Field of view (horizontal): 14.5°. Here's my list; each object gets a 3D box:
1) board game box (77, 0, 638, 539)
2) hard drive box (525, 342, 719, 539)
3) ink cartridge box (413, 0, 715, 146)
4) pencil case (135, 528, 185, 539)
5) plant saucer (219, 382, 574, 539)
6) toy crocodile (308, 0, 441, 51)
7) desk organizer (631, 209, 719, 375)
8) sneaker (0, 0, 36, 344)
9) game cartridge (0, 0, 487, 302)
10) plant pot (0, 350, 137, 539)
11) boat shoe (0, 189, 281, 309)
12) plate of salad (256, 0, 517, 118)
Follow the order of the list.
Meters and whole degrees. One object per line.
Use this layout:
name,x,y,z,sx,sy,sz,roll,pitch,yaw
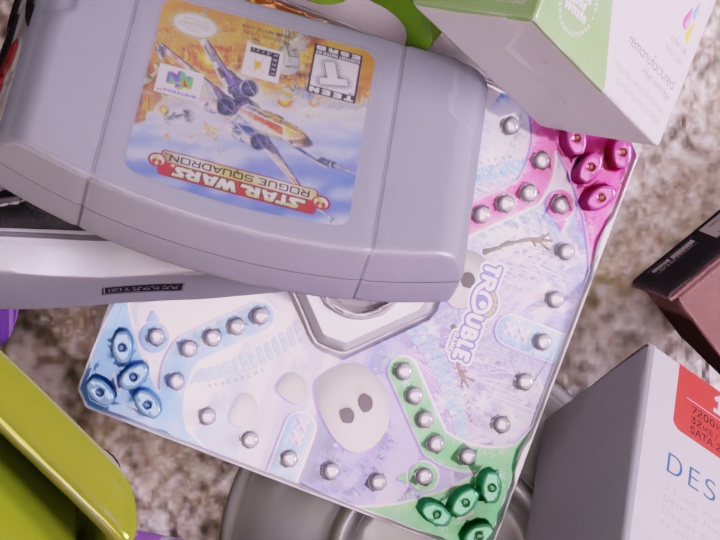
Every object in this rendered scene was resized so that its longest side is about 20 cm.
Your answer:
board game box,0.000,0.000,1.248,0.199,0.026,0.201,21,89,-3
hard drive box,0.148,0.158,1.220,0.155,0.201,0.077,33,131,-19
ink cartridge box,0.112,-0.170,1.200,0.117,0.067,0.201,38,70,-48
pencil case,-0.044,0.172,1.234,0.199,0.086,0.084,12,136,20
plant saucer,0.035,0.135,1.291,0.198,0.050,0.202,0,93,-7
toy crocodile,-0.048,-0.153,1.224,0.199,0.062,0.068,18,53,8
desk organizer,0.231,-0.025,1.295,0.200,0.072,0.077,-39,99,-3
sneaker,-0.131,-0.055,1.252,0.083,0.081,0.201,21,92,-17
game cartridge,-0.048,-0.055,1.174,0.199,0.134,0.042,14,133,-6
plant pot,-0.217,0.113,1.135,0.200,0.199,0.182,44,60,-6
boat shoe,-0.114,-0.019,1.195,0.198,0.069,0.057,-1,76,-14
plate of salad,0.024,-0.145,1.278,0.198,0.048,0.202,0,100,1
